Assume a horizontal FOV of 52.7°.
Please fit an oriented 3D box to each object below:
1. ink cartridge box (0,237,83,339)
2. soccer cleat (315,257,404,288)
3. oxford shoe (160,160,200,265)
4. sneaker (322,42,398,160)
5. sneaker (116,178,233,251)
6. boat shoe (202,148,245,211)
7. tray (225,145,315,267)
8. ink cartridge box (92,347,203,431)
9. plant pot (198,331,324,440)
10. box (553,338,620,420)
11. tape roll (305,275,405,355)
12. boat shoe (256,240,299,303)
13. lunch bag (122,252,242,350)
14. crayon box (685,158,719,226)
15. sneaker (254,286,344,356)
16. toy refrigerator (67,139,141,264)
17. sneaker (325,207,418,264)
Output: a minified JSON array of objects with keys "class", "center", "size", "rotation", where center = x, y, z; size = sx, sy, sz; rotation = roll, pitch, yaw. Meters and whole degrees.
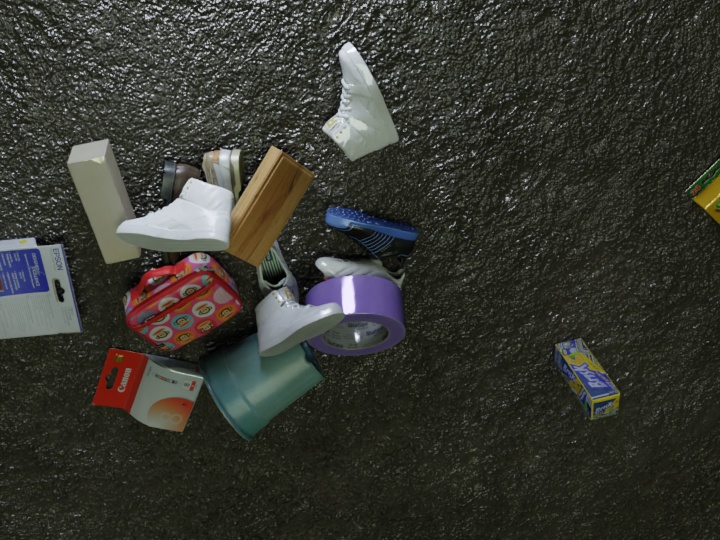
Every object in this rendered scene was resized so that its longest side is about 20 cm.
[{"class":"ink cartridge box","center":[-0.633,0.035,1.349],"size":[0.199,0.047,0.199],"rotation":[-6,122,-12]},{"class":"soccer cleat","center":[0.000,0.000,1.466],"size":[0.199,0.069,0.078],"rotation":[20,111,-32]},{"class":"oxford shoe","center":[-0.324,-0.096,1.319],"size":[0.084,0.073,0.201],"rotation":[5,121,-19]},{"class":"sneaker","center":[-0.019,-0.281,1.261],"size":[0.115,0.074,0.201],"rotation":[-27,126,1]},{"class":"sneaker","center":[-0.310,-0.097,1.238],"size":[0.199,0.116,0.074],"rotation":[2,161,10]},{"class":"boat shoe","center":[-0.245,-0.128,1.323],"size":[0.068,0.075,0.201],"rotation":[3,121,0]},{"class":"tray","center":[-0.170,-0.112,1.309],"size":[0.099,0.037,0.201],"rotation":[30,91,-51]},{"class":"ink cartridge box","center":[-0.445,0.253,1.529],"size":[0.199,0.050,0.163],"rotation":[14,118,-25]},{"class":"plant pot","center":[-0.192,0.209,1.486],"size":[0.195,0.200,0.201],"rotation":[-31,124,-1]},{"class":"box","center":[0.514,0.244,1.660],"size":[0.070,0.200,0.065],"rotation":[-12,124,-5]},{"class":"tape roll","center":[-0.011,0.093,1.458],"size":[0.199,0.085,0.200],"rotation":[-2,151,-1]},{"class":"boat shoe","center":[-0.171,0.016,1.430],"size":[0.073,0.067,0.201],"rotation":[-20,125,1]},{"class":"lunch bag","center":[-0.344,0.053,1.383],"size":[0.199,0.082,0.176],"rotation":[-31,139,6]},{"class":"crayon box","center":[0.808,-0.154,1.564],"size":[0.199,0.051,0.127],"rotation":[31,111,-28]},{"class":"sneaker","center":[-0.124,0.074,1.369],"size":[0.199,0.116,0.074],"rotation":[-26,153,27]},{"class":"toy refrigerator","center":[-0.446,-0.118,1.273],"size":[0.070,0.076,0.201],"rotation":[-13,125,-5]},{"class":"sneaker","center":[0.017,-0.064,1.422],"size":[0.199,0.070,0.078],"rotation":[13,112,-22]}]
